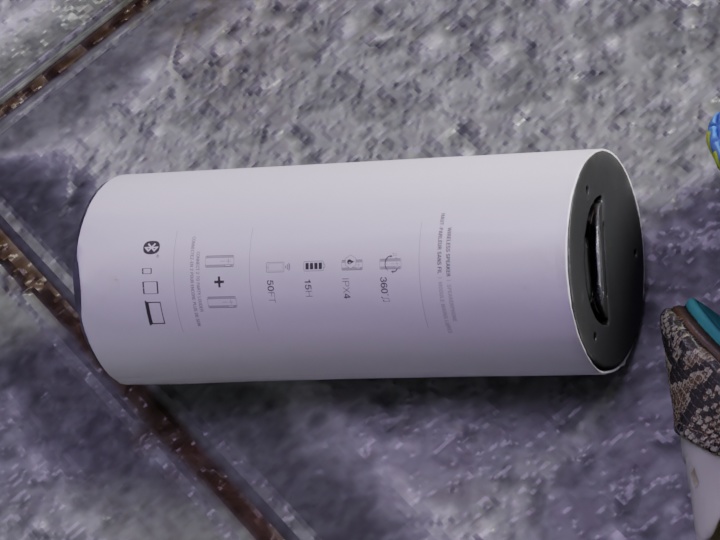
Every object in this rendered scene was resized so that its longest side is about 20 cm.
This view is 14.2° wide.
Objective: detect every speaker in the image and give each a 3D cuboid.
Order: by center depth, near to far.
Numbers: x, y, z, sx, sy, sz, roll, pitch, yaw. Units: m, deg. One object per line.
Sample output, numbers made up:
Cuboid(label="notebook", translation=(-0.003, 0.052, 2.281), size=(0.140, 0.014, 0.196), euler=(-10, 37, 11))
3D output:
Cuboid(label="speaker", translation=(0.000, 0.000, 1.049), size=(0.199, 0.081, 0.081), euler=(-3, 51, 26))

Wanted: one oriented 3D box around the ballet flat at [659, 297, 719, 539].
Cuboid(label="ballet flat", translation=(0.153, 0.080, 0.920), size=(0.200, 0.068, 0.075), euler=(33, 92, 40))

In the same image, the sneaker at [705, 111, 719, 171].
Cuboid(label="sneaker", translation=(0.175, -0.025, 0.957), size=(0.083, 0.071, 0.200), euler=(-40, 26, 10))
